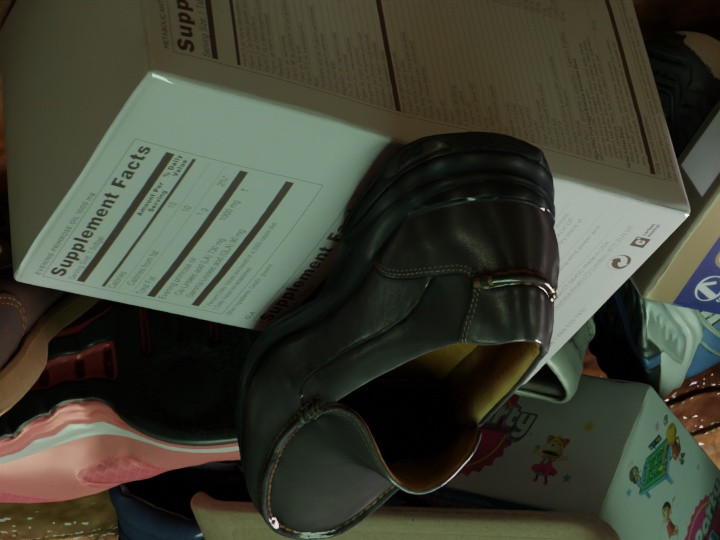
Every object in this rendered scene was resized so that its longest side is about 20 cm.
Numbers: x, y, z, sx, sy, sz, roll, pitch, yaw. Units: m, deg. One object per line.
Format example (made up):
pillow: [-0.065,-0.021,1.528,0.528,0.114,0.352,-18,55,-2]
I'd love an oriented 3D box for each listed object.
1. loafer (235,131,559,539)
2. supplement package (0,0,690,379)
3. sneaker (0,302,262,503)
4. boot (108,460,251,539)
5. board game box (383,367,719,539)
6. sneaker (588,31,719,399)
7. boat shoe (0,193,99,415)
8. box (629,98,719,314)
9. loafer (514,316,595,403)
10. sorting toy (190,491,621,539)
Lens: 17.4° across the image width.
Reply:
loafer: [0.008,0.041,0.766,0.073,0.072,0.200,3,144,-18]
supplement package: [-0.009,-0.051,0.796,0.200,0.114,0.110,13,138,-27]
sneaker: [-0.101,0.055,0.972,0.199,0.074,0.087,-5,155,5]
boot: [-0.018,0.136,1.042,0.199,0.073,0.090,11,144,13]
board game box: [0.090,0.106,1.021,0.147,0.064,0.200,10,157,36]
sneaker: [0.129,-0.027,0.915,0.077,0.076,0.200,-24,149,-14]
boat shoe: [-0.135,0.001,0.811,0.070,0.200,0.070,-23,100,4]
box: [0.204,-0.026,0.858,0.200,0.032,0.121,10,125,-33]
loafer: [0.000,0.000,0.894,0.199,0.070,0.070,15,143,-17]
sorting toy: [0.041,0.162,0.979,0.200,0.037,0.185,2,130,29]
